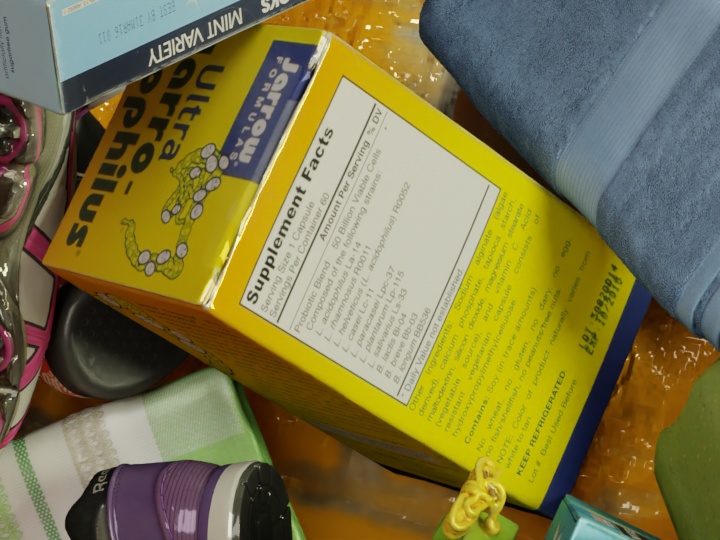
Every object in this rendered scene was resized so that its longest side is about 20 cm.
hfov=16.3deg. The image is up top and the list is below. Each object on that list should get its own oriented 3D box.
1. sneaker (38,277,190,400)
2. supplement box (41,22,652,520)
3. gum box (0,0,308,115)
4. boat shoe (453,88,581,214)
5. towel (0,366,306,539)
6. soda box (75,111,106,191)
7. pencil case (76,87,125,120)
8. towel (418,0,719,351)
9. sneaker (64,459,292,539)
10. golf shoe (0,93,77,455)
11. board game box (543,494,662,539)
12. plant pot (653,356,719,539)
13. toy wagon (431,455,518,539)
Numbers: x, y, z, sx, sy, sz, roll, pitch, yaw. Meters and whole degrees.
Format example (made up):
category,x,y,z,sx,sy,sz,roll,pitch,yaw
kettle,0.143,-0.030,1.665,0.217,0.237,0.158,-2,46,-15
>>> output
category,x,y,z,sx,sy,sz,roll,pitch,yaw
sneaker,-0.059,-0.008,1.056,0.200,0.108,0.068,-26,105,-25
supplement box,0.000,0.000,0.954,0.109,0.200,0.109,12,73,50
gum box,-0.115,-0.129,0.933,0.199,0.045,0.169,20,37,40
boat shoe,0.131,-0.026,1.017,0.199,0.071,0.070,36,47,20
towel,-0.116,0.138,1.012,0.199,0.031,0.150,-22,97,8
soda box,-0.179,0.015,1.086,0.070,0.063,0.201,21,79,20
pencil case,-0.167,-0.059,1.032,0.200,0.084,0.086,-41,87,0
towel,0.109,-0.068,0.925,0.112,0.048,0.200,-54,56,19
sneaker,-0.072,0.172,0.978,0.087,0.076,0.202,0,94,18
golf shoe,-0.143,-0.003,0.972,0.072,0.092,0.201,20,112,13
board game box,0.062,0.158,0.858,0.047,0.200,0.152,24,89,5
plant pot,0.200,0.115,0.896,0.199,0.200,0.191,-30,54,4
toy wagon,0.018,0.152,0.911,0.039,0.201,0.155,29,38,4
